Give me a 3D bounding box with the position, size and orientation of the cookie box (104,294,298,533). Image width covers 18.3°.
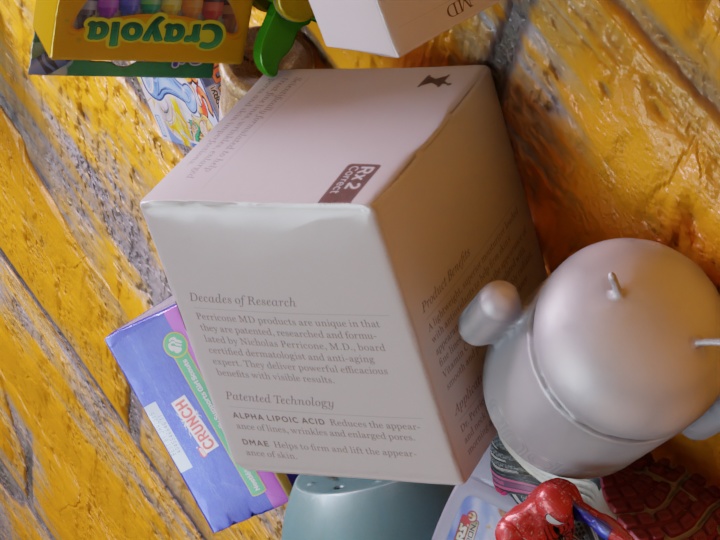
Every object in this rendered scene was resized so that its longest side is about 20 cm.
[{"bbox_3d":[-0.090,0.087,1.715,0.171,0.075,0.200,61,-158,-4],"label":"cookie box"}]

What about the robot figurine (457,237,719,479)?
[{"bbox_3d":[0.138,0.051,1.255,0.170,0.113,0.200,19,159,-7],"label":"robot figurine"}]

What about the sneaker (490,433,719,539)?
[{"bbox_3d":[0.158,0.147,1.363,0.200,0.081,0.075,42,135,38],"label":"sneaker"}]

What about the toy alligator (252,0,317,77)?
[{"bbox_3d":[-0.034,-0.218,1.371,0.059,0.054,0.200,-155,66,-63],"label":"toy alligator"}]

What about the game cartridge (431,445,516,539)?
[{"bbox_3d":[0.103,0.208,1.456,0.133,0.042,0.200,21,98,30],"label":"game cartridge"}]

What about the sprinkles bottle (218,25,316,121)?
[{"bbox_3d":[-0.069,-0.089,1.599,0.068,0.068,0.200,50,156,25],"label":"sprinkles bottle"}]

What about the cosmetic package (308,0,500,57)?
[{"bbox_3d":[0.007,-0.227,1.198,0.085,0.108,0.200,16,134,59],"label":"cosmetic package"}]

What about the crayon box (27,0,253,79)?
[{"bbox_3d":[-0.126,-0.197,1.356,0.052,0.126,0.200,-124,39,-52],"label":"crayon box"}]

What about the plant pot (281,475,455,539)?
[{"bbox_3d":[0.032,0.208,1.598,0.201,0.200,0.161,8,116,64],"label":"plant pot"}]

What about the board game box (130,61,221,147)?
[{"bbox_3d":[-0.147,-0.187,1.690,0.135,0.034,0.200,17,133,61],"label":"board game box"}]

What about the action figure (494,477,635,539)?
[{"bbox_3d":[0.122,0.189,1.315,0.099,0.065,0.200,42,158,23],"label":"action figure"}]

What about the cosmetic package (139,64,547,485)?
[{"bbox_3d":[0.000,0.000,1.353,0.165,0.165,0.200,1,123,31],"label":"cosmetic package"}]
